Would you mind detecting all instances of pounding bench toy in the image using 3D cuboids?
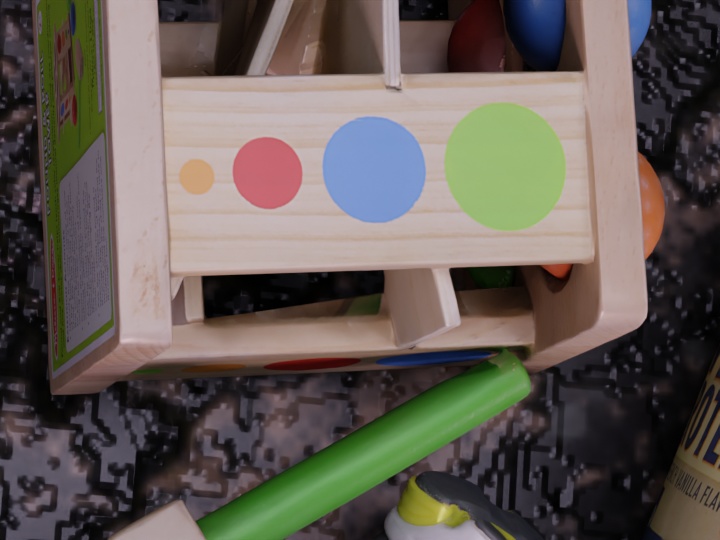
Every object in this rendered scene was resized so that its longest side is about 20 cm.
[{"bbox_3d":[0.000,0.000,0.814,0.155,0.124,0.201,-1,82,-14],"label":"pounding bench toy"}]

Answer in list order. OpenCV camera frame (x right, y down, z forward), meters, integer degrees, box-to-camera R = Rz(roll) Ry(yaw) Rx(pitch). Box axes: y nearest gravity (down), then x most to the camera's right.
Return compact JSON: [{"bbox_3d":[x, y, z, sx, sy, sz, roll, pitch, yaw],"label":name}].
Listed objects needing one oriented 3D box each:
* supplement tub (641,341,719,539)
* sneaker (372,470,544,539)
[{"bbox_3d":[0.169,0.030,0.810,0.144,0.144,0.201,21,93,-10],"label":"supplement tub"},{"bbox_3d":[0.060,0.147,0.843,0.085,0.074,0.200,-41,98,8],"label":"sneaker"}]
